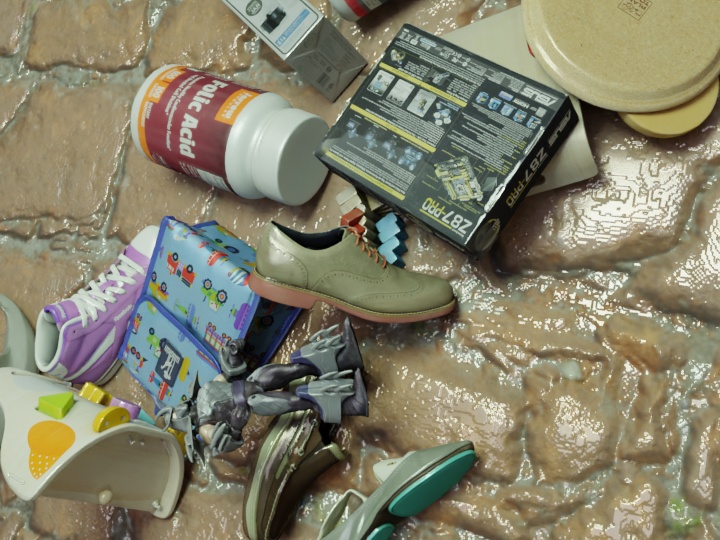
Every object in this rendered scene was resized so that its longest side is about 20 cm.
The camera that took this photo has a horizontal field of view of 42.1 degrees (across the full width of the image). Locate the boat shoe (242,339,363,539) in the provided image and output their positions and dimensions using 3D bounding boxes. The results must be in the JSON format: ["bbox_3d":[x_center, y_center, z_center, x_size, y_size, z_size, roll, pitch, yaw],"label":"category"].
[{"bbox_3d":[-0.051,0.170,0.901,0.075,0.075,0.203,15,83,21],"label":"boat shoe"}]

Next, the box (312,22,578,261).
[{"bbox_3d":[0.075,-0.125,0.867,0.200,0.049,0.162,33,86,33],"label":"box"}]

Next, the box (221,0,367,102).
[{"bbox_3d":[-0.094,-0.280,1.010,0.060,0.117,0.200,-47,62,7],"label":"box"}]

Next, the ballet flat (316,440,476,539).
[{"bbox_3d":[0.019,0.213,0.862,0.200,0.067,0.064,-47,55,7],"label":"ballet flat"}]

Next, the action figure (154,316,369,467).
[{"bbox_3d":[-0.094,0.111,0.860,0.199,0.070,0.130,-15,44,2],"label":"action figure"}]

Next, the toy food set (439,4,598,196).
[{"bbox_3d":[0.144,-0.165,0.910,0.143,0.060,0.201,-15,64,23],"label":"toy food set"}]

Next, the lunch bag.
[{"bbox_3d":[-0.170,0.067,0.986,0.150,0.094,0.201,35,105,26],"label":"lunch bag"}]

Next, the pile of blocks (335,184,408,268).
[{"bbox_3d":[0.012,-0.056,0.934,0.082,0.062,0.201,-2,77,25],"label":"pile of blocks"}]

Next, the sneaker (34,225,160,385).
[{"bbox_3d":[-0.280,0.033,1.020,0.072,0.114,0.201,27,88,29],"label":"sneaker"}]

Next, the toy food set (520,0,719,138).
[{"bbox_3d":[0.244,-0.228,0.847,0.199,0.049,0.199,21,73,6],"label":"toy food set"}]

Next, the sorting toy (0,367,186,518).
[{"bbox_3d":[-0.288,0.155,0.949,0.180,0.200,0.107,28,86,32],"label":"sorting toy"}]

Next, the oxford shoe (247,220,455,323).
[{"bbox_3d":[0.000,0.000,0.868,0.070,0.199,0.075,-122,42,-65],"label":"oxford shoe"}]

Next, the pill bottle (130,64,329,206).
[{"bbox_3d":[-0.137,-0.143,0.996,0.199,0.114,0.115,21,86,28],"label":"pill bottle"}]

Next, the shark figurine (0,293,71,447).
[{"bbox_3d":[-0.417,0.092,1.085,0.128,0.089,0.215,-20,71,18],"label":"shark figurine"}]

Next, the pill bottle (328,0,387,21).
[{"bbox_3d":[0.042,-0.359,0.965,0.199,0.120,0.120,-28,67,16],"label":"pill bottle"}]
